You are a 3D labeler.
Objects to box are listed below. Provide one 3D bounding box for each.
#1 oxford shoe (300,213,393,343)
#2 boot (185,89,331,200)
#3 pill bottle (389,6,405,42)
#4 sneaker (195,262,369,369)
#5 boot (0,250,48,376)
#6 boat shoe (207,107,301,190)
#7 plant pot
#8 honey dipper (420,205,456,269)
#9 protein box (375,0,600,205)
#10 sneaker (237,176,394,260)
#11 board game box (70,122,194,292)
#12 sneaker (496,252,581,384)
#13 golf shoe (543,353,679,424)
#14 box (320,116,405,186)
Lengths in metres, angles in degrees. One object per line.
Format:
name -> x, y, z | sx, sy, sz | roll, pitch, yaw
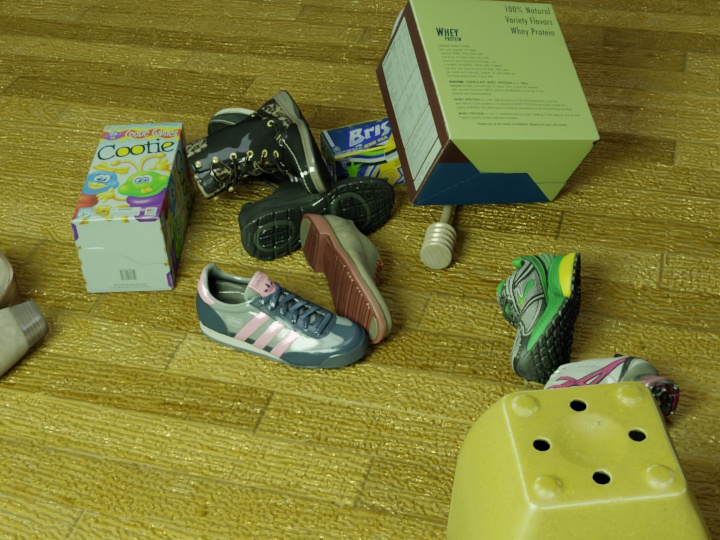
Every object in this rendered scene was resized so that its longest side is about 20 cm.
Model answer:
oxford shoe -> 0.000, 0.000, 1.251 | 0.074, 0.071, 0.201 | -6, 44, -25
boot -> -0.124, -0.129, 1.345 | 0.149, 0.074, 0.201 | -25, 42, -1
pill bottle -> 0.148, -0.305, 1.590 | 0.197, 0.112, 0.111 | 13, 41, 21
sneaker -> -0.087, 0.046, 1.188 | 0.197, 0.083, 0.070 | 10, 39, 17
boot -> -0.434, 0.052, 1.226 | 0.145, 0.071, 0.200 | -27, 43, -23
boat shoe -> -0.133, -0.153, 1.456 | 0.199, 0.073, 0.067 | 30, 48, 32
plant pot -> 0.172, 0.200, 0.873 | 0.192, 0.203, 0.196 | -4, 37, -2
honey dipper -> 0.104, -0.074, 1.364 | 0.037, 0.038, 0.201 | 4, 37, 10
protein box -> 0.145, -0.200, 1.349 | 0.195, 0.135, 0.203 | -2, 62, -21
sneaker -> -0.056, -0.080, 1.358 | 0.197, 0.077, 0.091 | -13, 32, -14
board game box -> -0.265, -0.078, 1.346 | 0.103, 0.104, 0.202 | -2, 38, 2
sneaker -> 0.180, 0.050, 1.178 | 0.084, 0.079, 0.201 | 1, 29, 17
golf shoe -> 0.200, 0.132, 1.068 | 0.197, 0.074, 0.092 | -13, 31, -27
box -> 0.051, -0.155, 1.447 | 0.197, 0.065, 0.070 | -13, 39, -13
